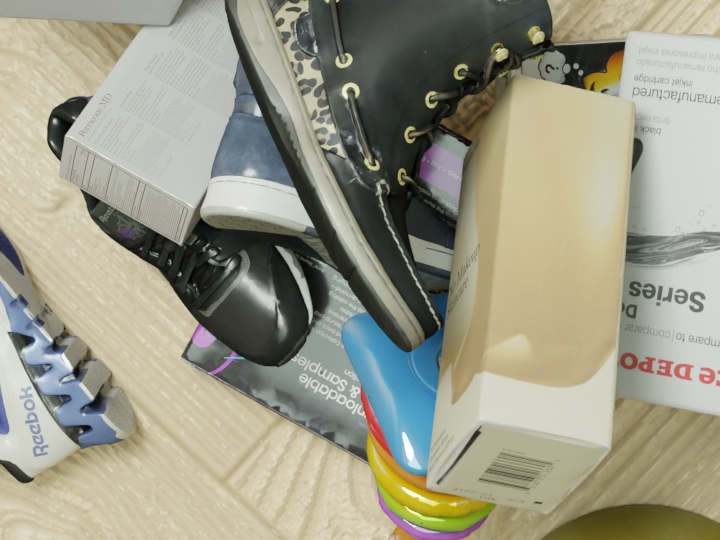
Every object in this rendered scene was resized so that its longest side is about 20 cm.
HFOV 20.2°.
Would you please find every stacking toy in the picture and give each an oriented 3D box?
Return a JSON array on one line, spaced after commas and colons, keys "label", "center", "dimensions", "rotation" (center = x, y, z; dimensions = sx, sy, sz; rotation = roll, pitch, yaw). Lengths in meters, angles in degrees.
[{"label": "stacking toy", "center": [0.045, 0.116, 1.163], "dimensions": [0.109, 0.116, 0.201], "rotation": [-11, 140, -19]}]

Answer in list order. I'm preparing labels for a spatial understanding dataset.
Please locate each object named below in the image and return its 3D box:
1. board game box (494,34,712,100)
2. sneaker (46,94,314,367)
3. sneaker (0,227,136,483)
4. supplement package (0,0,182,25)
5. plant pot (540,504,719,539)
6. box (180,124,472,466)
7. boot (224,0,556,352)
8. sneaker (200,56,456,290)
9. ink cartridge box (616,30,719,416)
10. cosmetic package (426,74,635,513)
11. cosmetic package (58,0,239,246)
[{"label": "board game box", "center": [0.145, -0.033, 1.170], "dimensions": [0.125, 0.035, 0.202], "rotation": [-5, 96, -14]}, {"label": "sneaker", "center": [-0.112, -0.020, 1.160], "dimensions": [0.200, 0.087, 0.076], "rotation": [50, 118, 20]}, {"label": "sneaker", "center": [-0.238, 0.050, 1.214], "dimensions": [0.115, 0.081, 0.200], "rotation": [-36, 93, 6]}, {"label": "supplement package", "center": [-0.162, -0.249, 1.093], "dimensions": [0.120, 0.121, 0.201], "rotation": [-55, 48, 44]}, {"label": "plant pot", "center": [0.167, 0.248, 1.162], "dimensions": [0.199, 0.142, 0.202], "rotation": [1, 96, 5]}, {"label": "box", "center": [0.000, 0.000, 1.207], "dimensions": [0.142, 0.036, 0.201], "rotation": [29, 97, 1]}, {"label": "boot", "center": [0.036, -0.078, 1.006], "dimensions": [0.153, 0.074, 0.205], "rotation": [-25, 78, -6]}, {"label": "sneaker", "center": [0.006, -0.072, 1.117], "dimensions": [0.077, 0.202, 0.147], "rotation": [-4, 72, 42]}, {"label": "ink cartridge box", "center": [0.210, -0.020, 1.088], "dimensions": [0.145, 0.084, 0.201], "rotation": [9, 93, 33]}, {"label": "cosmetic package", "center": [0.089, 0.012, 1.048], "dimensions": [0.071, 0.105, 0.201], "rotation": [12, 61, -9]}, {"label": "cosmetic package", "center": [-0.085, -0.116, 1.142], "dimensions": [0.082, 0.051, 0.201], "rotation": [30, 60, 1]}]
